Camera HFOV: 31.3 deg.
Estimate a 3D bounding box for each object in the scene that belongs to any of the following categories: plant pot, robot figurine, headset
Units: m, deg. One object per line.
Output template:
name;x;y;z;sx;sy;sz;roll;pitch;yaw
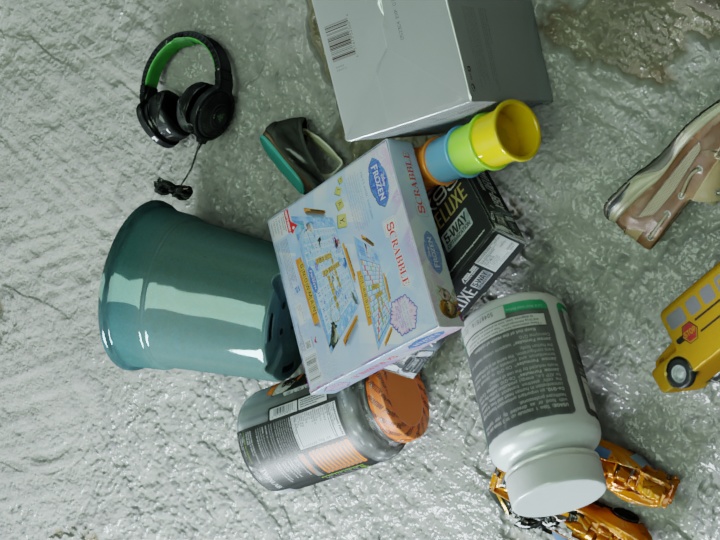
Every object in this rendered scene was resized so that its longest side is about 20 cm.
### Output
plant pot;-0.162;0.035;1.466;0.195;0.200;0.202;11;102;20
robot figurine;0.221;0.222;1.334;0.199;0.058;0.146;21;104;26
headset;-0.214;-0.183;1.511;0.123;0.094;0.202;-6;83;31

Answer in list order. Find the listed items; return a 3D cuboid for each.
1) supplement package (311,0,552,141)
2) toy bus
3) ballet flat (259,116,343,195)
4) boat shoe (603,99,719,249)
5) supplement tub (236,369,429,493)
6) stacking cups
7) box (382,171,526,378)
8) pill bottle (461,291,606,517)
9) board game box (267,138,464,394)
supplement package;0.070;-0.240;1.277;0.146;0.200;0.193;-14;89;31
toy bus;0.351;0.038;1.207;0.200;0.065;0.079;-49;55;42
ballet flat;-0.040;-0.093;1.434;0.068;0.068;0.201;-28;73;-10
boat shoe;0.323;-0.097;1.229;0.074;0.076;0.200;50;125;9
supplement tub;-0.030;0.167;1.435;0.199;0.122;0.123;-22;85;30
stacking cups;0.091;-0.111;1.277;0.199;0.060;0.061;-20;86;52
box;0.074;-0.013;1.348;0.200;0.050;0.158;-52;36;26
pill bottle;0.173;0.133;1.278;0.113;0.113;0.201;-30;55;30
board game box;0.000;0.000;1.314;0.199;0.041;0.202;-30;68;41
